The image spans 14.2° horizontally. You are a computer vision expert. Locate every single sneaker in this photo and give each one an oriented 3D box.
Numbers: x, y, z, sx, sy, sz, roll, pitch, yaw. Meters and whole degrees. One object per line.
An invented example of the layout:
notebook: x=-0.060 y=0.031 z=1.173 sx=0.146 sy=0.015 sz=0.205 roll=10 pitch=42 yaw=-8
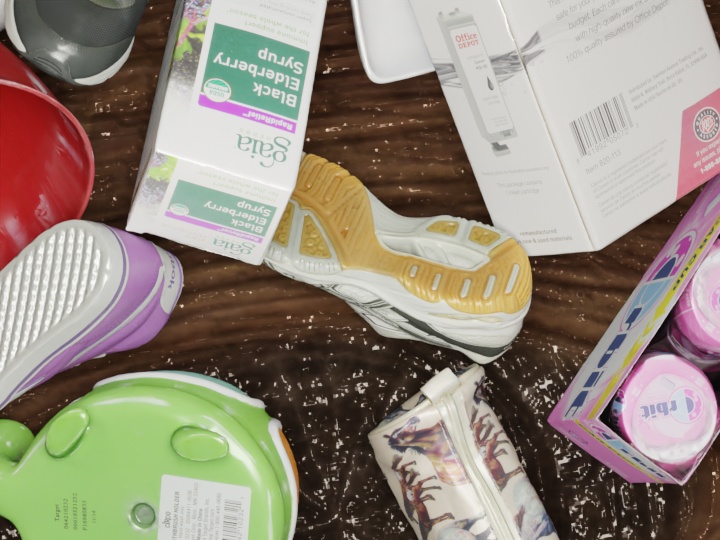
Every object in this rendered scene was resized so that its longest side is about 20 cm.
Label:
sneaker: x=-0.184 y=0.045 z=1.613 sx=0.200 sy=0.114 sz=0.073 roll=-29 pitch=73 yaw=21
sneaker: x=-0.134 y=-0.184 z=1.585 sx=0.074 sy=0.085 sz=0.200 roll=27 pitch=45 yaw=-7
sneaker: x=0.000 y=0.000 z=1.648 sx=0.199 sy=0.088 sz=0.076 roll=24 pitch=60 yaw=15

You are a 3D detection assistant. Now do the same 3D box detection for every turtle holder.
turtle holder: x=-0.121 y=0.125 z=1.588 sx=0.185 sy=0.132 sz=0.142 roll=-22 pitch=98 yaw=18

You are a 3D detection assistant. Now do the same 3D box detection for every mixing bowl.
mixing bowl: x=-0.253 y=-0.071 z=1.566 sx=0.199 sy=0.201 sz=0.109 roll=-16 pitch=54 yaw=-11

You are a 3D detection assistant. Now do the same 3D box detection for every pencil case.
pencil case: x=0.075 y=0.152 z=1.642 sx=0.078 sy=0.089 sz=0.201 roll=-26 pitch=91 yaw=-26

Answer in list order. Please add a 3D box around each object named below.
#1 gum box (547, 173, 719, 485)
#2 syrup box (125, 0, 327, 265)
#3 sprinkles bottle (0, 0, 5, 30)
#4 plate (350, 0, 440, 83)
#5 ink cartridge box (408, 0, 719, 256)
gum box: x=0.199 y=0.023 z=1.659 sx=0.066 sy=0.113 sz=0.200 roll=35 pitch=81 yaw=-6
syrup box: x=-0.068 y=-0.110 z=1.595 sx=0.078 sy=0.082 sz=0.201 roll=15 pitch=54 yaw=-9
sprinkles bottle: x=-0.282 y=-0.196 z=1.612 sx=0.199 sy=0.068 sz=0.069 roll=19 pitch=83 yaw=-8
plate: x=0.054 y=-0.219 z=1.655 sx=0.199 sy=0.032 sz=0.201 roll=-15 pitch=96 yaw=-36
ink cartridge box: x=0.120 y=-0.128 z=1.627 sx=0.146 sy=0.083 sz=0.201 roll=-30 pitch=106 yaw=-35
